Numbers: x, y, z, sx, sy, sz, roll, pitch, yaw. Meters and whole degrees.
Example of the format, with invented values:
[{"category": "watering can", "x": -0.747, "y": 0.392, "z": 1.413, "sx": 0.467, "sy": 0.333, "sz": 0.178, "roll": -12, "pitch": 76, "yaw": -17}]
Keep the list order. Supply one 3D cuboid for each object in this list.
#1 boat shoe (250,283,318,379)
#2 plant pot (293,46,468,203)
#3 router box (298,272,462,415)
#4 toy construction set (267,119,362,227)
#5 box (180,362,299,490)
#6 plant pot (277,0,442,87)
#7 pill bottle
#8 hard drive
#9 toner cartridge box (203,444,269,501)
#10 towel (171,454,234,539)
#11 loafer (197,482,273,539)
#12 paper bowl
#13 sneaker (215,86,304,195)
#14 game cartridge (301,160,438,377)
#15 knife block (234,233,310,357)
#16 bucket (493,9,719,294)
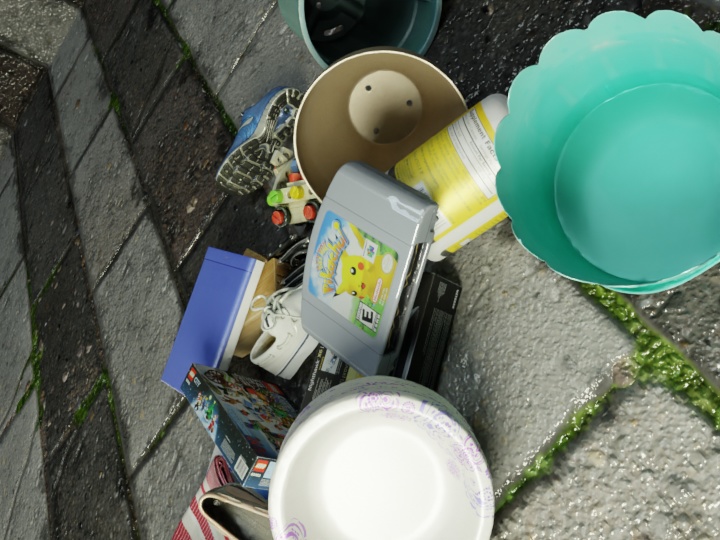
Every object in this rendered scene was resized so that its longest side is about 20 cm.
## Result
[{"category": "boat shoe", "x": -0.093, "y": 0.058, "z": 0.870, "sx": 0.202, "sy": 0.085, "sz": 0.075, "roll": 126, "pitch": 158, "yaw": -48}, {"category": "plant pot", "x": 0.027, "y": -0.171, "z": 0.839, "sx": 0.200, "sy": 0.199, "sz": 0.135, "roll": -45, "pitch": 19, "yaw": 23}, {"category": "router box", "x": 0.017, "y": 0.099, "z": 0.802, "sx": 0.156, "sy": 0.052, "sz": 0.203, "roll": 7, "pitch": 77, "yaw": 50}, {"category": "toy construction set", "x": -0.072, "y": -0.130, "z": 0.983, "sx": 0.199, "sy": 0.091, "sz": 0.133, "roll": -3, "pitch": 93, "yaw": 55}, {"category": "box", "x": -0.115, "y": 0.186, "z": 0.842, "sx": 0.200, "sy": 0.136, "sz": 0.038, "roll": 37, "pitch": 101, "yaw": 49}, {"category": "plant pot", "x": -0.019, "y": -0.374, "z": 0.980, "sx": 0.202, "sy": 0.199, "sz": 0.196, "roll": -57, "pitch": 33, "yaw": 10}, {"category": "pill bottle", "x": 0.127, "y": -0.106, "z": 0.728, "sx": 0.199, "sy": 0.111, "sz": 0.112, "roll": -34, "pitch": 49, "yaw": 21}, {"category": "hard drive", "x": -0.206, "y": 0.073, "z": 0.986, "sx": 0.131, "sy": 0.025, "sz": 0.203, "roll": 12, "pitch": 82, "yaw": 50}, {"category": "toner cartridge box", "x": -0.126, "y": 0.286, "z": 0.879, "sx": 0.199, "sy": 0.043, "sz": 0.096, "roll": 9, "pitch": 78, "yaw": 50}, {"category": "towel", "x": -0.186, "y": 0.348, "z": 0.881, "sx": 0.145, "sy": 0.023, "sz": 0.201, "roll": 55, "pitch": 128, "yaw": 36}, {"category": "loafer", "x": -0.089, "y": 0.290, "z": 0.760, "sx": 0.198, "sy": 0.063, "sz": 0.073, "roll": 21, "pitch": 83, "yaw": 23}, {"category": "paper bowl", "x": 0.018, "y": 0.199, "z": 0.661, "sx": 0.203, "sy": 0.199, "sz": 0.104, "roll": -62, "pitch": 3, "yaw": 4}, {"category": "sneaker", "x": -0.163, "y": -0.209, "z": 1.147, "sx": 0.201, "sy": 0.078, "sz": 0.089, "roll": -51, "pitch": 34, "yaw": 5}, {"category": "game cartridge", "x": 0.000, "y": 0.000, "z": 0.730, "sx": 0.133, "sy": 0.040, "sz": 0.203, "roll": 34, "pitch": 119, "yaw": 38}, {"category": "knife block", "x": -0.111, "y": 0.045, "z": 0.962, "sx": 0.175, "sy": 0.064, "sz": 0.202, "roll": 27, "pitch": 92, "yaw": 51}, {"category": "bucket", "x": 0.216, "y": -0.081, "z": 0.565, "sx": 0.205, "sy": 0.134, "sz": 0.211, "roll": -4, "pitch": 82, "yaw": 32}]
